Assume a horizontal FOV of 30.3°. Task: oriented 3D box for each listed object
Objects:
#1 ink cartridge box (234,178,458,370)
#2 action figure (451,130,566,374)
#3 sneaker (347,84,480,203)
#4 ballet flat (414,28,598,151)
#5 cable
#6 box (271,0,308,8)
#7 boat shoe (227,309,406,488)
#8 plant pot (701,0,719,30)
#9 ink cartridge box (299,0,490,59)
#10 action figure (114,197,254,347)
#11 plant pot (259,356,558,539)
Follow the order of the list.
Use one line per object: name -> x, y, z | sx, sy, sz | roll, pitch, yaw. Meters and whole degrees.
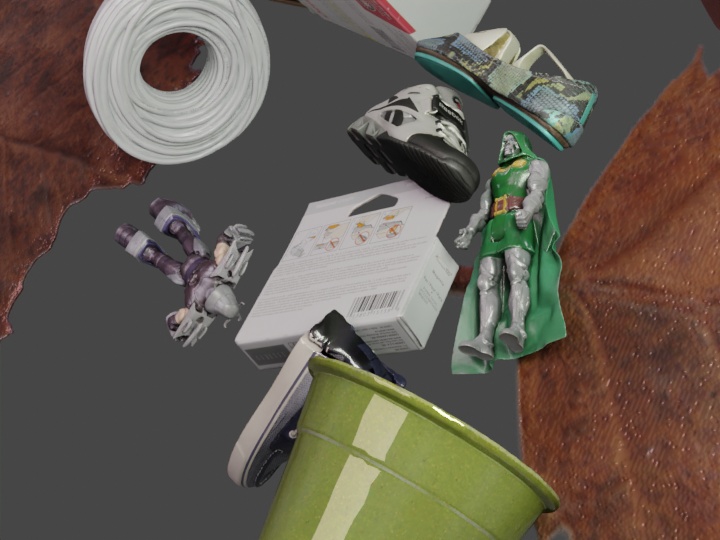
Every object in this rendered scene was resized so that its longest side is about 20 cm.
ink cartridge box -> 0.000, 0.000, 1.174 | 0.198, 0.044, 0.175 | -11, 40, 41
action figure -> 0.118, -0.026, 1.066 | 0.117, 0.054, 0.203 | -20, 50, 40
sneaker -> 0.060, -0.122, 1.151 | 0.088, 0.074, 0.200 | -44, 30, -4
ballet flat -> 0.127, -0.167, 1.132 | 0.200, 0.074, 0.075 | 39, 95, 40
cable -> -0.191, -0.213, 1.372 | 0.199, 0.201, 0.069 | -37, 37, -3
box -> -0.014, -0.372, 1.427 | 0.163, 0.021, 0.202 | 23, 84, 49
boat shoe -> -0.038, 0.134, 1.108 | 0.092, 0.075, 0.201 | 38, 128, 11
plant pot -> 0.322, -0.241, 0.897 | 0.200, 0.176, 0.201 | -45, 43, 14
ink cartridge box -> 0.002, -0.281, 1.246 | 0.199, 0.145, 0.084 | 31, 88, 42
action figure -> -0.164, -0.003, 1.323 | 0.130, 0.069, 0.200 | -48, 45, 0
plant pot -> 0.005, 0.192, 0.904 | 0.199, 0.200, 0.192 | 15, 69, 48
